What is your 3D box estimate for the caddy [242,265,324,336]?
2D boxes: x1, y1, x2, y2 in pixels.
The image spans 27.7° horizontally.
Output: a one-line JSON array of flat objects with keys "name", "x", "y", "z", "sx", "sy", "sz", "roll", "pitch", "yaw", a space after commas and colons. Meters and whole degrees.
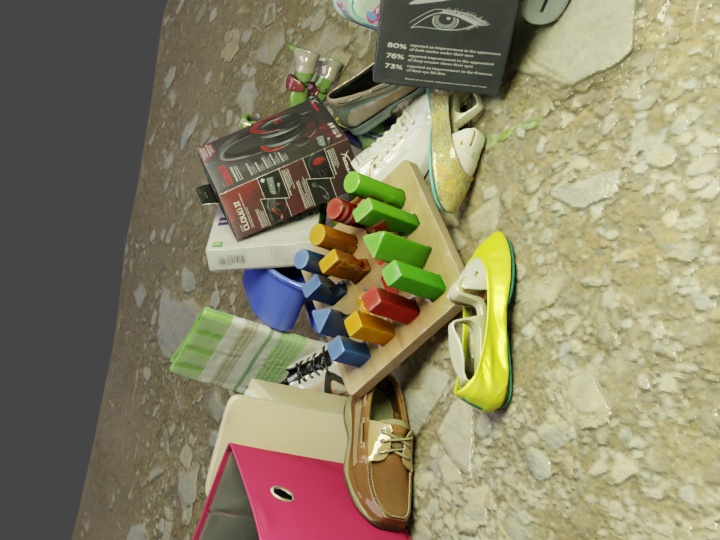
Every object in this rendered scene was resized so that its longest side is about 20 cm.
[{"name": "caddy", "x": -0.076, "y": -0.001, "z": 1.911, "sx": 0.200, "sy": 0.140, "sz": 0.106, "roll": -118, "pitch": 41, "yaw": -57}]

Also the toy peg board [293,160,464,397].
[{"name": "toy peg board", "x": 0.000, "y": 0.000, "z": 1.655, "sx": 0.199, "sy": 0.097, "sz": 0.201, "roll": -42, "pitch": 52, "yaw": 27}]

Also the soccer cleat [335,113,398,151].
[{"name": "soccer cleat", "x": -0.001, "y": -0.195, "z": 1.903, "sx": 0.200, "sy": 0.083, "sz": 0.065, "roll": 40, "pitch": 115, "yaw": 65}]

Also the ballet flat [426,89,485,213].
[{"name": "ballet flat", "x": 0.110, "y": -0.163, "z": 1.659, "sx": 0.071, "sy": 0.070, "sz": 0.202, "roll": 135, "pitch": 139, "yaw": -53}]

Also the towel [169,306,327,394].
[{"name": "towel", "x": -0.137, "y": 0.113, "z": 1.921, "sx": 0.149, "sy": 0.198, "sz": 0.031, "roll": 127, "pitch": 155, "yaw": -44}]

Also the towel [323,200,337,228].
[{"name": "towel", "x": 0.001, "y": -0.033, "z": 1.819, "sx": 0.200, "sy": 0.018, "sz": 0.087, "roll": 49, "pitch": 164, "yaw": 57}]

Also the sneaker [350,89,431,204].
[{"name": "sneaker", "x": 0.040, "y": -0.144, "z": 1.781, "sx": 0.073, "sy": 0.084, "sz": 0.202, "roll": -121, "pitch": 49, "yaw": -62}]

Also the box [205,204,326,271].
[{"name": "box", "x": -0.117, "y": -0.067, "z": 1.899, "sx": 0.201, "sy": 0.142, "sz": 0.037, "roll": -84, "pitch": -11, "yaw": -57}]

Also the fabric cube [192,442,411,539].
[{"name": "fabric cube", "x": -0.070, "y": 0.340, "z": 1.642, "sx": 0.197, "sy": 0.197, "sz": 0.202, "roll": -118, "pitch": 45, "yaw": -59}]

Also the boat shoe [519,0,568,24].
[{"name": "boat shoe", "x": 0.208, "y": -0.349, "z": 1.495, "sx": 0.067, "sy": 0.073, "sz": 0.201, "roll": -102, "pitch": 32, "yaw": -41}]

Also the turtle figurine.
[{"name": "turtle figurine", "x": -0.114, "y": -0.229, "z": 2.121, "sx": 0.200, "sy": 0.143, "sz": 0.196, "roll": 31, "pitch": 103, "yaw": 63}]

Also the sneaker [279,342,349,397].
[{"name": "sneaker", "x": -0.048, "y": 0.134, "z": 1.853, "sx": 0.200, "sy": 0.079, "sz": 0.074, "roll": -52, "pitch": 33, "yaw": 44}]

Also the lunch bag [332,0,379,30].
[{"name": "lunch bag", "x": 0.054, "y": -0.387, "z": 1.773, "sx": 0.077, "sy": 0.159, "sz": 0.202, "roll": -143, "pitch": 67, "yaw": -65}]

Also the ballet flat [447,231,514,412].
[{"name": "ballet flat", "x": 0.122, "y": 0.046, "z": 1.505, "sx": 0.067, "sy": 0.066, "sz": 0.202, "roll": 141, "pitch": 137, "yaw": -57}]

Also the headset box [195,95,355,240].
[{"name": "headset box", "x": -0.114, "y": -0.129, "z": 1.866, "sx": 0.149, "sy": 0.198, "sz": 0.076, "roll": -121, "pitch": 9, "yaw": -57}]

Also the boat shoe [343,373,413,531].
[{"name": "boat shoe", "x": 0.024, "y": 0.198, "z": 1.654, "sx": 0.074, "sy": 0.075, "sz": 0.201, "roll": -56, "pitch": 31, "yaw": 35}]

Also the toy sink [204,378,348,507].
[{"name": "toy sink", "x": -0.094, "y": 0.212, "z": 1.764, "sx": 0.112, "sy": 0.198, "sz": 0.132, "roll": -147, "pitch": 71, "yaw": -66}]

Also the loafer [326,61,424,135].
[{"name": "loafer", "x": 0.045, "y": -0.242, "z": 1.757, "sx": 0.199, "sy": 0.063, "sz": 0.072, "roll": -39, "pitch": 32, "yaw": 21}]

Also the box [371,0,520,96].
[{"name": "box", "x": 0.095, "y": -0.297, "z": 1.560, "sx": 0.201, "sy": 0.146, "sz": 0.105, "roll": 100, "pitch": 176, "yaw": -53}]
